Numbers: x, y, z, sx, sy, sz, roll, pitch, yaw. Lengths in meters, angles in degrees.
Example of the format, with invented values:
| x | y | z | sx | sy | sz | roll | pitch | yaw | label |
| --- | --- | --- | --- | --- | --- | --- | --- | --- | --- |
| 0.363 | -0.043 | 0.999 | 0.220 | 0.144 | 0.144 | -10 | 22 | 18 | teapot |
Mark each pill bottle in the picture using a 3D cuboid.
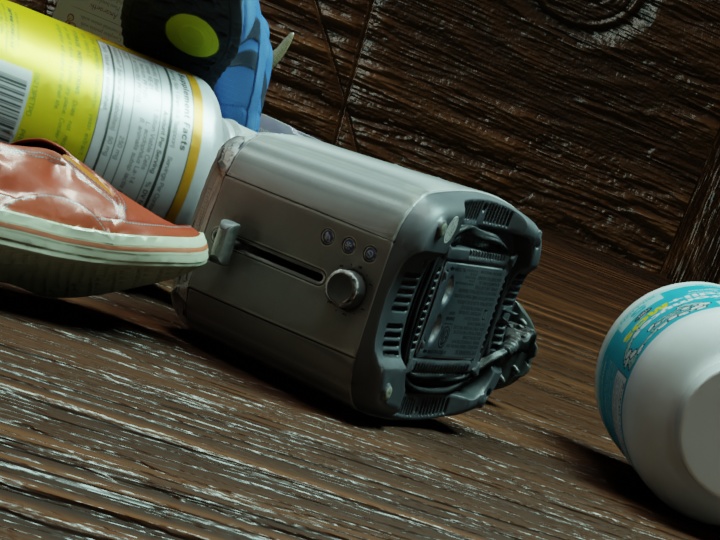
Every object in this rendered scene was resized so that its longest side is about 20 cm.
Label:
| x | y | z | sx | sy | sz | roll | pitch | yaw | label |
| --- | --- | --- | --- | --- | --- | --- | --- | --- | --- |
| 0.185 | 0.069 | 1.468 | 0.110 | 0.111 | 0.200 | 22 | 4 | -4 | pill bottle |
| -0.145 | -0.064 | 1.408 | 0.199 | 0.110 | 0.109 | 21 | 5 | -29 | pill bottle |

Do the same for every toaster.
| x | y | z | sx | sy | sz | roll | pitch | yaw | label |
| --- | --- | --- | --- | --- | --- | --- | --- | --- | --- |
| 0.000 | 0.000 | 1.359 | 0.128 | 0.114 | 0.200 | 22 | 7 | 23 | toaster |

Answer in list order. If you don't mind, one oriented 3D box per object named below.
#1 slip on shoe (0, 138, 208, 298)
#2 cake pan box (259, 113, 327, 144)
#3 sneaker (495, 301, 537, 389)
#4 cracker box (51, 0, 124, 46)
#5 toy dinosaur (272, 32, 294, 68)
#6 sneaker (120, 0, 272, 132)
| x | y | z | sx | sy | sz | roll | pitch | yaw | label |
| --- | --- | --- | --- | --- | --- | --- | --- | --- | --- |
| -0.132 | -0.026 | 1.214 | 0.074 | 0.062 | 0.200 | -15 | -16 | 31 | slip on shoe |
| -0.047 | -0.043 | 1.748 | 0.199 | 0.053 | 0.184 | 25 | -10 | 18 | cake pan box |
| 0.005 | 0.010 | 1.561 | 0.199 | 0.067 | 0.090 | 18 | 8 | -24 | sneaker |
| -0.122 | -0.117 | 1.554 | 0.057 | 0.201 | 0.134 | 22 | 4 | 18 | cracker box |
| -0.125 | -0.078 | 1.644 | 0.199 | 0.102 | 0.058 | -6 | 14 | 31 | toy dinosaur |
| -0.079 | -0.125 | 1.475 | 0.066 | 0.079 | 0.201 | 19 | -34 | 11 | sneaker |
